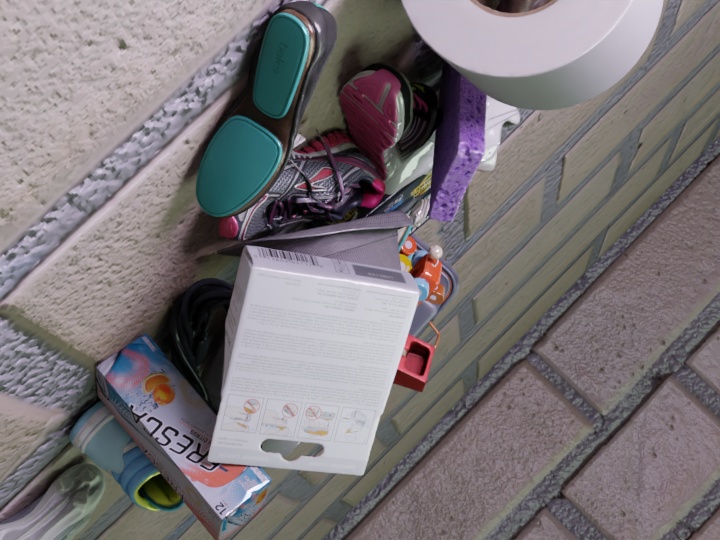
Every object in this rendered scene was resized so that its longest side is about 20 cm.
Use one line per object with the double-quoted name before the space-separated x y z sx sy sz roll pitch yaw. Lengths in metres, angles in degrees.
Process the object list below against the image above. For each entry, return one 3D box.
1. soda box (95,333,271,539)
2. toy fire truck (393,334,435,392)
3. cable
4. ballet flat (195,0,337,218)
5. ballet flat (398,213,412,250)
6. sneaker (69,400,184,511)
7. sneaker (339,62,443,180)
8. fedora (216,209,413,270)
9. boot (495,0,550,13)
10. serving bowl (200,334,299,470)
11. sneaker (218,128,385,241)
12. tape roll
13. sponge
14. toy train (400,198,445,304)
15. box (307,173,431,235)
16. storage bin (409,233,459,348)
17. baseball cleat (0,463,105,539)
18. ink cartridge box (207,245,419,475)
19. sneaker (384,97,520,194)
"soda box" -0.174 0.161 1.033 0.063 0.200 0.069 -35 160 -29
"toy fire truck" -0.023 0.106 1.242 0.142 0.198 0.049 109 -1 -58
"cable" -0.136 0.101 1.049 0.050 0.164 0.201 -14 152 -38
"ballet flat" -0.068 -0.126 0.860 0.201 0.068 0.068 -57 169 33
"ballet flat" 0.000 0.000 1.154 0.067 0.062 0.201 -46 -164 53
"sneaker" -0.213 0.196 1.146 0.080 0.130 0.200 -51 164 17
"sneaker" 0.035 -0.159 1.031 0.087 0.074 0.200 -44 168 -9
"fedora" -0.035 0.003 1.045 0.198 0.092 0.176 -14 -179 -36
"boot" 0.203 -0.292 1.100 0.185 0.064 0.201 -22 144 -28
"serving bowl" -0.117 0.117 1.169 0.200 0.200 0.066 -48 124 7
"sneaker" -0.052 -0.074 1.003 0.199 0.075 0.081 -30 157 -43
"tape roll" 0.140 -0.242 0.861 0.203 0.203 0.139 -49 163 12
"sponge" 0.098 -0.158 1.049 0.112 0.029 0.202 109 -10 -55
"toy train" 0.058 0.009 1.186 0.151 0.055 0.201 -50 -166 25
"box" 0.021 -0.066 1.256 0.199 0.046 0.159 -40 162 -21
"storage bin" 0.032 0.070 1.364 0.200 0.145 0.134 -49 -176 16
"baseball cleat" -0.351 0.291 1.133 0.199 0.070 0.107 -34 160 -33
"ink cartridge box" -0.049 0.086 0.984 0.160 0.057 0.202 9 117 -18
"sneaker" 0.105 -0.138 1.171 0.200 0.100 0.078 -41 -167 -13
